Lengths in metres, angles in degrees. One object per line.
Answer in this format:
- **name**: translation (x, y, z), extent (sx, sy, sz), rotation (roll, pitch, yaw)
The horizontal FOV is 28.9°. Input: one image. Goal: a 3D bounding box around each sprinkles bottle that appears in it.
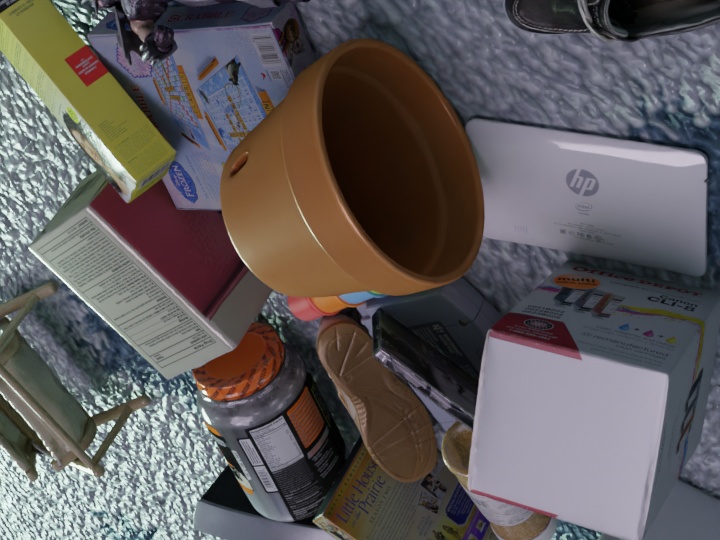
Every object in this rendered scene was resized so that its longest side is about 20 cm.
- **sprinkles bottle**: translation (0.140, 0.212, 1.376), extent (0.068, 0.068, 0.200), rotation (7, 152, 27)

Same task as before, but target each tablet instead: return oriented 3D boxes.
- **tablet**: translation (0.184, -0.059, 1.142), extent (0.199, 0.014, 0.130), rotation (11, 137, 23)

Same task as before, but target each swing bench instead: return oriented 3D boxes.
- **swing bench**: translation (-0.393, 0.138, 1.642), extent (0.200, 0.130, 0.199), rotation (-11, 125, 41)

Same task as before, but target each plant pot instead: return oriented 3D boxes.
- **plant pot**: translation (-0.015, -0.064, 1.106), extent (0.140, 0.200, 0.200), rotation (-22, 118, 37)

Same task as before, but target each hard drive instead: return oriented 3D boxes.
- **hard drive**: translation (-0.078, 0.255, 1.559), extent (0.199, 0.135, 0.042), rotation (7, 125, 27)

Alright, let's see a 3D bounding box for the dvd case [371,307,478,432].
- **dvd case**: translation (0.093, 0.112, 1.248), extent (0.200, 0.149, 0.016), rotation (37, 99, -7)

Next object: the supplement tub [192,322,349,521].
- **supplement tub**: translation (-0.095, 0.158, 1.472), extent (0.122, 0.123, 0.200), rotation (2, 132, 31)

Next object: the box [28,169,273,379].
- **box**: translation (-0.200, -0.009, 1.372), extent (0.200, 0.109, 0.128), rotation (46, 139, -18)

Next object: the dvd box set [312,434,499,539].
- **dvd box set**: translation (0.063, 0.260, 1.458), extent (0.200, 0.147, 0.029), rotation (37, 143, -8)

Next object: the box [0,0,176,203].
- **box**: translation (-0.248, -0.158, 1.239), extent (0.200, 0.050, 0.075), rotation (51, 159, 1)

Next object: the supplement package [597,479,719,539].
- **supplement package**: translation (0.290, 0.309, 1.383), extent (0.117, 0.117, 0.200), rotation (27, 141, 7)

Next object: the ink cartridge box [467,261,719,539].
- **ink cartridge box**: translation (0.194, 0.096, 1.126), extent (0.145, 0.200, 0.145), rotation (13, 111, 22)

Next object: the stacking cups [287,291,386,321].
- **stacking cups**: translation (0.000, 0.000, 1.298), extent (0.061, 0.061, 0.200), rotation (47, 143, -19)

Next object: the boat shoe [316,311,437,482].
- **boat shoe**: translation (0.017, 0.122, 1.404), extent (0.074, 0.069, 0.200), rotation (-26, 114, 2)

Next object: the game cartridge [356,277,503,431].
- **game cartridge**: translation (0.099, 0.089, 1.340), extent (0.133, 0.042, 0.200), rotation (-16, 122, 38)

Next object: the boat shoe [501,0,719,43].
- **boat shoe**: translation (0.177, -0.193, 0.956), extent (0.199, 0.071, 0.072), rotation (-7, 128, 39)

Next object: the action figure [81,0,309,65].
- **action figure**: translation (-0.142, -0.234, 1.109), extent (0.199, 0.069, 0.131), rotation (-7, 97, 26)

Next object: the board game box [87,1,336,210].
- **board game box**: translation (-0.115, -0.140, 1.229), extent (0.199, 0.041, 0.200), rotation (3, 133, 31)
